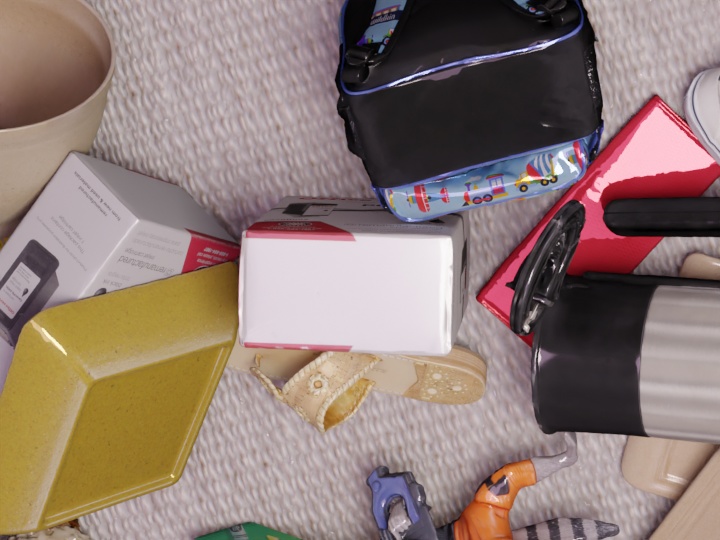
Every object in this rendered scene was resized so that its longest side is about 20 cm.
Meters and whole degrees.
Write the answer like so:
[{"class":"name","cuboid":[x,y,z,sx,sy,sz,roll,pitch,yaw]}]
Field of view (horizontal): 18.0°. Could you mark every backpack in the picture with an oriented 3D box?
[{"class":"backpack","cuboid":[0.074,-0.145,1.571,0.181,0.201,0.135,-15,119,6]}]

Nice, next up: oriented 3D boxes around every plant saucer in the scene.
[{"class":"plant saucer","cuboid":[-0.172,0.102,1.613,0.048,0.199,0.201,42,126,28]}]

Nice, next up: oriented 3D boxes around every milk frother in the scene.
[{"class":"milk frother","cuboid":[0.207,0.040,1.547,0.186,0.200,0.182,3,99,20]}]

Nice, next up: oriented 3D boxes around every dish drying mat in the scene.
[{"class":"dish drying mat","cuboid":[0.176,-0.030,1.663,0.077,0.018,0.200,41,102,-4]}]

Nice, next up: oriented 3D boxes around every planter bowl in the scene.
[{"class":"planter bowl","cuboid":[-0.278,-0.107,1.621,0.198,0.201,0.135,14,130,3]}]

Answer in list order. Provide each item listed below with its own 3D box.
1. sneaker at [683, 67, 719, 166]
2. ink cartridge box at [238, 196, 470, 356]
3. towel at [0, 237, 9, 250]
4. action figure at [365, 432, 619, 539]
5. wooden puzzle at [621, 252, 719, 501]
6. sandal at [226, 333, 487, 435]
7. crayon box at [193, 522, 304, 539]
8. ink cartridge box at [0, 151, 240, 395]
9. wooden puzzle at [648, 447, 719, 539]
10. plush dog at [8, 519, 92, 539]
[{"class":"sneaker","cuboid":[0.307,-0.063,1.605,0.200,0.071,0.073,46,74,-4]},{"class":"ink cartridge box","cuboid":[0.000,0.000,1.595,0.145,0.200,0.084,2,99,5]},{"class":"towel","cuboid":[-0.292,0.021,1.715,0.198,0.018,0.087,-16,99,4]},{"class":"action figure","cuboid":[0.089,0.227,1.644,0.192,0.104,0.202,-24,64,21]},{"class":"wooden puzzle","cuboid":[0.308,0.097,1.665,0.198,0.037,0.187,18,107,7]},{"class":"sandal","cuboid":[-0.014,0.087,1.666,0.210,0.070,0.078,6,143,2]},{"class":"crayon box","cuboid":[-0.042,0.265,1.664,0.058,0.199,0.120,-12,104,-37]},{"class":"ink cartridge box","cuboid":[-0.200,0.028,1.625,0.083,0.145,0.201,43,103,26]},{"class":"wooden puzzle","cuboid":[0.295,0.237,1.671,0.184,0.037,0.201,33,121,-1]},{"class":"plush dog","cuboid":[-0.269,0.250,1.715,0.170,0.160,0.202,-18,100,-14]}]
